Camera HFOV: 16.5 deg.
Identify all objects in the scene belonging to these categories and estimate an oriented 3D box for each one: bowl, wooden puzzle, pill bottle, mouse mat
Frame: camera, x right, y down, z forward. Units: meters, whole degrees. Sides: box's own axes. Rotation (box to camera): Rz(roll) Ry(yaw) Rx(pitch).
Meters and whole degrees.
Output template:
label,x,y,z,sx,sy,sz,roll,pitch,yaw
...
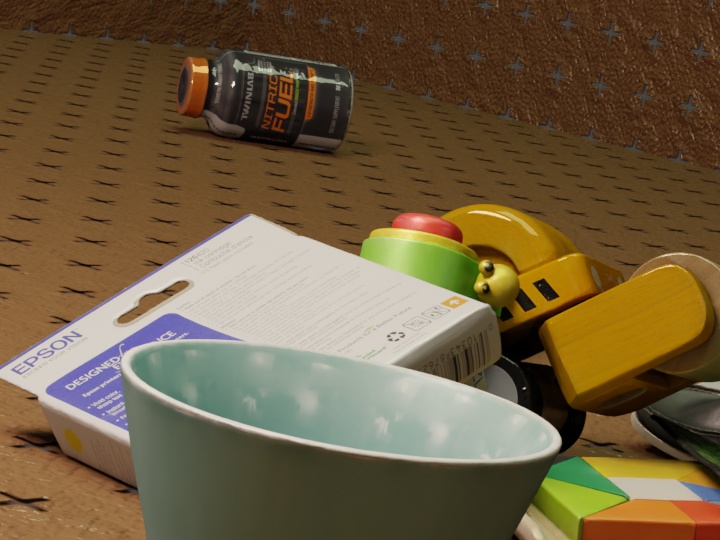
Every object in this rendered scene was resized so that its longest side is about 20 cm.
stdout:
label,x,y,z,sx,sy,sz,roll,pitch,yaw
bowl,-0.016,0.105,1.111,0.200,0.105,0.201,9,9,-2
wooden puzzle,0.162,0.132,1.367,0.200,0.037,0.185,8,9,-15
pill bottle,-0.117,-0.206,2.962,0.200,0.106,0.106,7,9,-17
mouse mat,0.254,0.132,1.417,0.161,0.008,0.200,26,5,-8

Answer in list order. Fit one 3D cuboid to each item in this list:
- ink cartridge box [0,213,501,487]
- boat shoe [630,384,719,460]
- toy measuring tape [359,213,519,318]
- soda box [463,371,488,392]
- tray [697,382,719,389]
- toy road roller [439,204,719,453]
label,x,y,z,sx,sy,sz,roll,pitch,yaw
ink cartridge box,-0.063,0.051,1.342,0.198,0.047,0.200,-33,33,-31
boat shoe,0.269,0.097,1.580,0.200,0.068,0.072,13,33,26
toy measuring tape,0.000,0.000,1.444,0.200,0.074,0.074,5,5,32
soda box,-0.019,0.065,1.414,0.200,0.068,0.063,17,41,41
tray,0.276,0.104,1.728,0.107,0.022,0.200,14,10,27
toy road roller,0.125,0.018,1.472,0.200,0.146,0.123,-24,-15,18
